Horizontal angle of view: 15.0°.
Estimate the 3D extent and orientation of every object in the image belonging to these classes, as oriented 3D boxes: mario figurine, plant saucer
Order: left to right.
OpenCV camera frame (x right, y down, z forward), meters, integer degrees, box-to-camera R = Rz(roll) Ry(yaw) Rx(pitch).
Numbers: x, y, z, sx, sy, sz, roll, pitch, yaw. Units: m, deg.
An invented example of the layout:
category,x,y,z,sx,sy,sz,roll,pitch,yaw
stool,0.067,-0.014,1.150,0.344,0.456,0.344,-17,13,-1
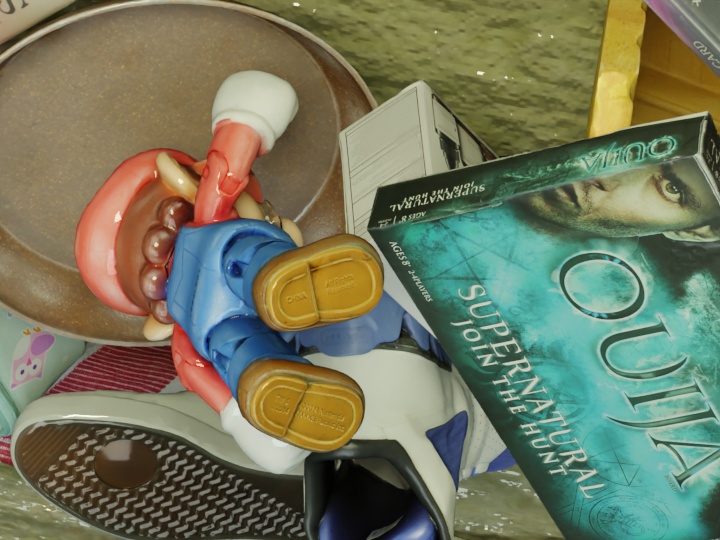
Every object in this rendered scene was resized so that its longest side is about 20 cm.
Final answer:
category,x,y,z,sx,sy,sz,roll,pitch,yaw
plant saucer,-0.088,-0.048,1.189,0.200,0.035,0.201,-6,135,-6
mario figurine,-0.036,-0.001,1.096,0.124,0.200,0.106,-49,120,-1

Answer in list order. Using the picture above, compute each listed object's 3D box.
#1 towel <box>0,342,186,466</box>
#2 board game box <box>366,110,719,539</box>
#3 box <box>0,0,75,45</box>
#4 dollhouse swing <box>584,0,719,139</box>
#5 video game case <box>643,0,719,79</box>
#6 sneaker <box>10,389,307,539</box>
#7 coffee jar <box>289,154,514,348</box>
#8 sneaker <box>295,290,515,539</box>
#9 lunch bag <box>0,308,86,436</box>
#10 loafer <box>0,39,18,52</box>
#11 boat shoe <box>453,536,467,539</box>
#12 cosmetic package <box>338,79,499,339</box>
category,x,y,z,sx,sy,sz,roll,pitch,yaw
towel,-0.092,0.083,1.419,0.200,0.023,0.144,22,138,-29
board game box,0.106,0.031,1.040,0.135,0.028,0.200,-13,131,27
box,-0.162,-0.176,1.143,0.200,0.109,0.128,-26,123,35
dollhouse swing,0.177,-0.042,1.114,0.175,0.200,0.182,10,137,4
video game case,0.185,-0.121,1.076,0.200,0.143,0.019,42,154,-26
sneaker,-0.078,0.086,1.336,0.199,0.085,0.073,13,123,-20
coffee jar,0.000,0.000,1.292,0.199,0.086,0.104,-2,146,18
sneaker,0.015,0.082,1.208,0.080,0.116,0.199,-2,163,20
lunch bag,-0.232,-0.001,1.320,0.200,0.077,0.161,20,146,38
loafer,-0.136,-0.037,1.323,0.072,0.063,0.200,-19,148,-3
boat shoe,0.086,0.188,1.477,0.201,0.072,0.060,7,139,18
cosmetic package,0.072,0.014,1.164,0.051,0.083,0.200,-31,126,23
